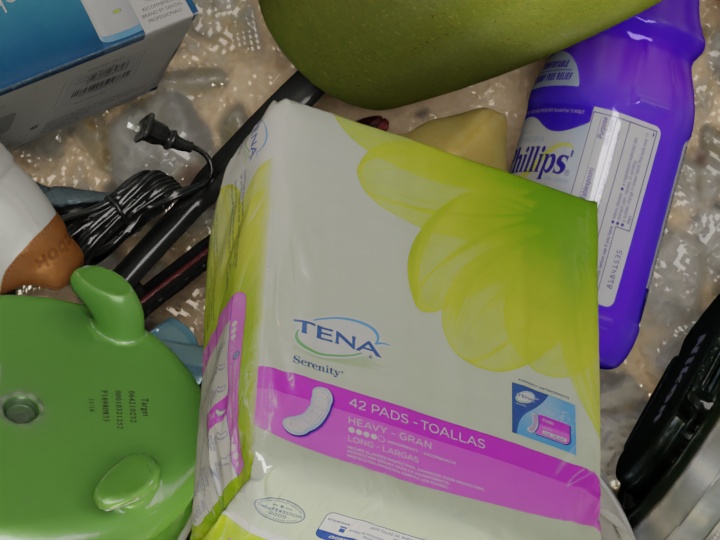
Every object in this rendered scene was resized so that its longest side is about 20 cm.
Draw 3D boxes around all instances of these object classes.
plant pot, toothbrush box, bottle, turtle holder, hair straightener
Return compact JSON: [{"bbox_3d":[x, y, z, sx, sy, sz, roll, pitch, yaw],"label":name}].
[{"bbox_3d":[0.047,-0.158,1.212,0.187,0.200,0.187,23,48,-28],"label":"plant pot"},{"bbox_3d":[-0.183,-0.151,1.225,0.146,0.085,0.200,-23,77,-24],"label":"toothbrush box"},{"bbox_3d":[0.107,-0.058,1.271,0.065,0.084,0.200,18,85,-21],"label":"bottle"},{"bbox_3d":[-0.122,0.081,1.153,0.185,0.132,0.141,-18,51,-28],"label":"turtle holder"},{"bbox_3d":[-0.085,-0.032,1.265,0.200,0.041,0.077,-38,108,-8],"label":"hair straightener"}]

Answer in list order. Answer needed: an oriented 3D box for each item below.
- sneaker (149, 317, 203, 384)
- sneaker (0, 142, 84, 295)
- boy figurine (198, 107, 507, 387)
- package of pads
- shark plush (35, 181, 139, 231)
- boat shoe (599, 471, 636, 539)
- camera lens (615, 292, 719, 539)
[{"bbox_3d":[-0.094,0.067,1.264,0.200,0.074,0.082,-12,67,-7],"label":"sneaker"},{"bbox_3d":[-0.197,0.028,1.217,0.200,0.073,0.085,-34,106,33],"label":"sneaker"},{"bbox_3d":[0.000,0.000,1.232,0.124,0.064,0.200,32,55,0],"label":"boy figurine"},{"bbox_3d":[0.014,0.037,1.123,0.154,0.068,0.200,19,45,-16],"label":"package of pads"},{"bbox_3d":[-0.194,-0.050,1.262,0.200,0.091,0.083,4,55,1],"label":"shark plush"},{"bbox_3d":[0.083,0.129,1.158,0.072,0.066,0.200,-23,69,-1],"label":"boat shoe"},{"bbox_3d":[0.219,0.097,1.230,0.200,0.160,0.160,32,84,-1],"label":"camera lens"}]
